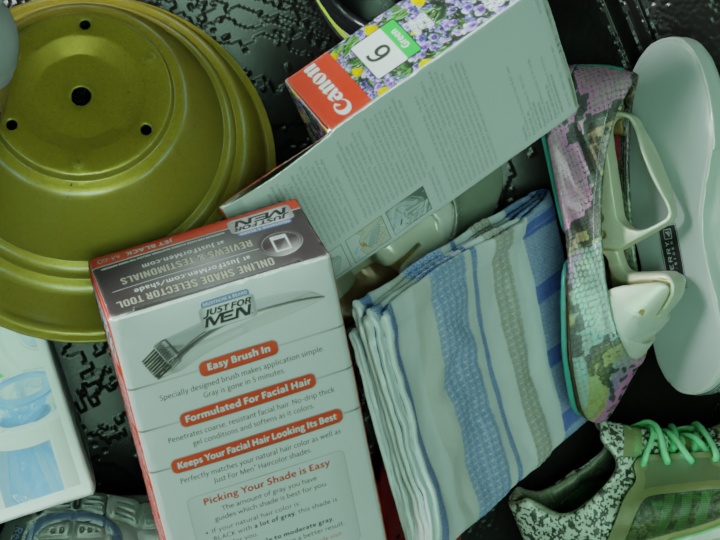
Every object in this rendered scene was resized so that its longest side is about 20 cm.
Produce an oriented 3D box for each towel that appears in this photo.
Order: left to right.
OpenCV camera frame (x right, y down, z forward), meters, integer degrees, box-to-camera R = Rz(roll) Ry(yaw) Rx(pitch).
[{"bbox_3d":[0.067,0.052,1.243,0.024,0.200,0.147,-3,108,36],"label":"towel"}]

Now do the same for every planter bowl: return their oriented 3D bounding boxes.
[{"bbox_3d":[-0.140,-0.072,1.163,0.200,0.084,0.201,2,66,-5],"label":"planter bowl"}]

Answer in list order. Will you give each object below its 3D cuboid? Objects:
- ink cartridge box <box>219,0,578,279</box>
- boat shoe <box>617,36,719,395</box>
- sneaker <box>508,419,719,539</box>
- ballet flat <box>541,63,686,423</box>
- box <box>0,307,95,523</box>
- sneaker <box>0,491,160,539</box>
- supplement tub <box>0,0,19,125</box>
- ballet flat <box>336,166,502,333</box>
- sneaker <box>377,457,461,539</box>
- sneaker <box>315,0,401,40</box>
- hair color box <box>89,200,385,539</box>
[{"bbox_3d":[0.013,-0.073,1.201,0.200,0.050,0.109,-35,144,-7],"label":"ink cartridge box"},{"bbox_3d":[0.194,-0.032,1.299,0.064,0.071,0.201,-10,97,-41],"label":"boat shoe"},{"bbox_3d":[0.171,0.114,1.312,0.200,0.077,0.089,-33,115,-3],"label":"sneaker"},{"bbox_3d":[0.141,-0.015,1.273,0.071,0.069,0.201,-5,93,23],"label":"ballet flat"},{"bbox_3d":[-0.253,0.085,1.218,0.199,0.101,0.113,-18,105,-6],"label":"box"},{"bbox_3d":[-0.098,0.148,1.271,0.199,0.087,0.075,3,82,-8],"label":"sneaker"},{"bbox_3d":[-0.241,-0.072,1.071,0.144,0.145,0.201,13,113,-13],"label":"supplement tub"},{"bbox_3d":[0.000,0.000,1.264,0.200,0.064,0.067,-38,95,0],"label":"ballet flat"},{"bbox_3d":[0.047,0.111,1.272,0.078,0.116,0.201,6,101,-12],"label":"sneaker"},{"bbox_3d":[-0.019,-0.200,1.208,0.072,0.083,0.200,-35,106,-2],"label":"sneaker"},{"bbox_3d":[-0.058,0.077,1.154,0.111,0.064,0.201,-16,123,-10],"label":"hair color box"}]
